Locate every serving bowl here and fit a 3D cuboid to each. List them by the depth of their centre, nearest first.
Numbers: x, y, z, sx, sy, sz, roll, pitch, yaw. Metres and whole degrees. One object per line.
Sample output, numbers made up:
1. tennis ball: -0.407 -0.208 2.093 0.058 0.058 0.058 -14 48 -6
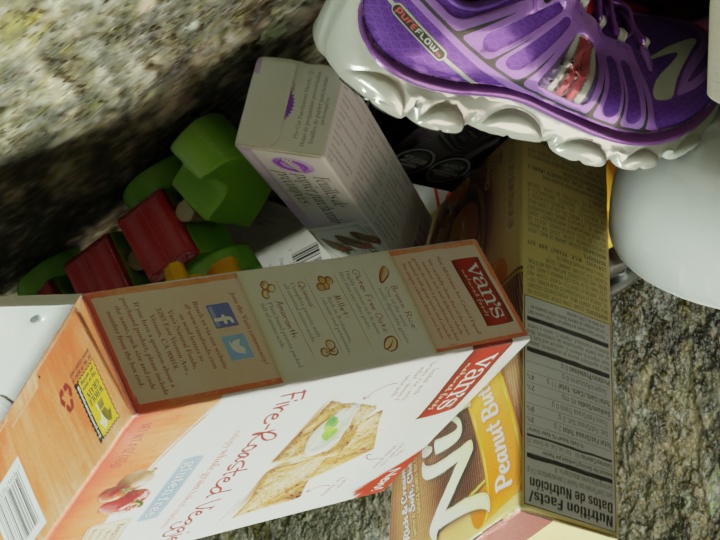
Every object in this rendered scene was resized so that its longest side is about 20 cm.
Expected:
1. serving bowl: 0.206 -0.054 0.729 0.198 0.066 0.200 -9 -154 4

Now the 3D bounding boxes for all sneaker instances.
1. sneaker: 0.079 -0.095 0.655 0.199 0.081 0.084 3 131 -38

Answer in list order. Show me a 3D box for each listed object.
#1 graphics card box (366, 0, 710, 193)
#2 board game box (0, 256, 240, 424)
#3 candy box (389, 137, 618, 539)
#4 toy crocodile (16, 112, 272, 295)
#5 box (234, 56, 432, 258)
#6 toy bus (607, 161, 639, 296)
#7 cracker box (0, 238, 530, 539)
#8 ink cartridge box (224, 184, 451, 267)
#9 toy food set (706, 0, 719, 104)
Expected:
1. graphics card box: 0.100 -0.107 0.774 0.125 0.051 0.200 9 145 -43
2. board game box: -0.168 0.061 0.685 0.199 0.026 0.200 -1 146 -36
3. candy box: 0.065 0.048 0.769 0.055 0.201 0.115 18 144 -21
4. toy crocodile: -0.108 0.007 0.738 0.200 0.068 0.062 -40 164 28
5. box: -0.006 -0.038 0.734 0.038 0.042 0.200 9 168 15
6. toy bus: 0.076 -0.028 1.083 0.200 0.136 0.192 -38 154 23
7. cracker box: -0.044 0.056 0.682 0.199 0.058 0.134 -9 150 -39
8. ink cartridge box: 0.000 0.000 0.889 0.199 0.117 0.068 -27 -148 -28
9. toy food set: 0.214 -0.159 0.694 0.060 0.145 0.199 17 -151 40
